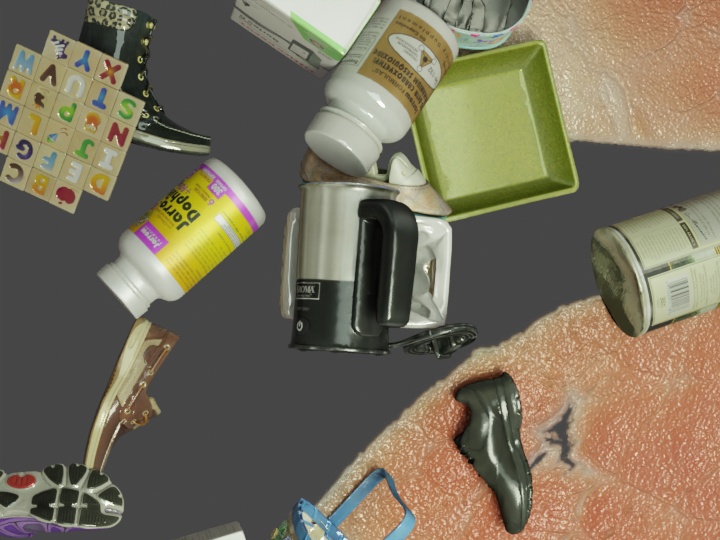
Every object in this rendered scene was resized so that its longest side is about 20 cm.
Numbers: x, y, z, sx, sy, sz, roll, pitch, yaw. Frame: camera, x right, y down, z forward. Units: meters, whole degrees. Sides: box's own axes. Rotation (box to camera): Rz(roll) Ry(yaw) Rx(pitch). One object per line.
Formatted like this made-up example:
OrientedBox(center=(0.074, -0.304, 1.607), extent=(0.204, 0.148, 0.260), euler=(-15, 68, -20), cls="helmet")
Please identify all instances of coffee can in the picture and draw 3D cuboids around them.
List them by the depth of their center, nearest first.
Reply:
OrientedBox(center=(0.413, -0.015, 1.735), extent=(0.199, 0.146, 0.147), euler=(-18, 90, -10), cls="coffee can")

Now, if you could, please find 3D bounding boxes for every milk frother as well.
OrientedBox(center=(0.031, 0.004, 1.560), extent=(0.200, 0.180, 0.189), euler=(8, 85, -52), cls="milk frother")

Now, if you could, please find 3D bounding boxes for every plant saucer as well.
OrientedBox(center=(0.160, -0.175, 1.747), extent=(0.199, 0.048, 0.201), euler=(-13, 89, -11), cls="plant saucer")

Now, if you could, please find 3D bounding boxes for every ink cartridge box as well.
OrientedBox(center=(-0.070, -0.313, 1.636), extent=(0.145, 0.200, 0.084), euler=(34, 84, -7), cls="ink cartridge box")

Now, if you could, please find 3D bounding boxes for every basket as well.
OrientedBox(center=(-0.024, 0.333, 1.623), extent=(0.200, 0.176, 0.139), euler=(-41, 103, -1), cls="basket")
OrientedBox(center=(0.000, 0.000, 1.671), extent=(0.199, 0.123, 0.136), euler=(4, 87, -9), cls="basket")

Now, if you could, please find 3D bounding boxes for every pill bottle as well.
OrientedBox(center=(0.022, -0.217, 1.636), extent=(0.114, 0.114, 0.200), euler=(35, 74, -7), cls="pill bottle")
OrientedBox(center=(-0.217, -0.035, 1.642), extent=(0.200, 0.104, 0.104), euler=(-43, 95, -10), cls="pill bottle")

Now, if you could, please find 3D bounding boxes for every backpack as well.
OrientedBox(center=(0.134, -0.378, 1.701), extent=(0.177, 0.151, 0.201), euler=(11, 79, -8), cls="backpack")

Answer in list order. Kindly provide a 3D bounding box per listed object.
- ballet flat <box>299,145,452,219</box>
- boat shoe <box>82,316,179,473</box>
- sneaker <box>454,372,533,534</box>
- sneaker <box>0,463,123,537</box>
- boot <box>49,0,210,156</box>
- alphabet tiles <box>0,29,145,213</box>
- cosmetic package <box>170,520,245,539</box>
OrientedBox(center=(0.020, -0.116, 1.680), extent=(0.199, 0.068, 0.068), euler=(15, 110, 9), cls="ballet flat")
OrientedBox(center=(-0.274, 0.159, 1.641), extent=(0.072, 0.072, 0.201), euler=(22, 79, -9), cls="boat shoe")
OrientedBox(center=(0.166, 0.233, 1.723), extent=(0.090, 0.076, 0.201), euler=(-9, 82, -1), cls="sneaker")
OrientedBox(center=(-0.374, 0.276, 1.607), extent=(0.199, 0.084, 0.081), euler=(3, 54, 5), cls="sneaker")
OrientedBox(center=(-0.262, -0.231, 1.656), extent=(0.203, 0.073, 0.154), euler=(17, 89, -5), cls="boot")
OrientedBox(center=(-0.353, -0.174, 1.623), extent=(0.166, 0.006, 0.201), euler=(25, 110, -1), cls="alphabet tiles")
OrientedBox(center=(-0.224, 0.383, 1.631), extent=(0.199, 0.081, 0.113), euler=(-17, 92, -12), cls="cosmetic package")
